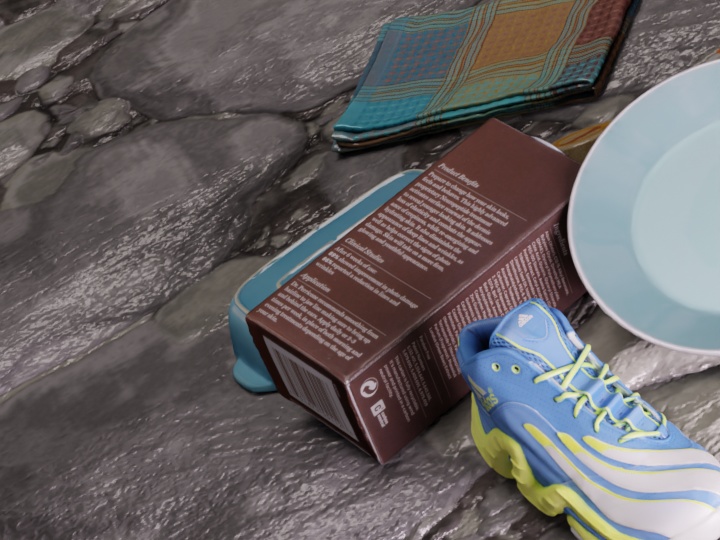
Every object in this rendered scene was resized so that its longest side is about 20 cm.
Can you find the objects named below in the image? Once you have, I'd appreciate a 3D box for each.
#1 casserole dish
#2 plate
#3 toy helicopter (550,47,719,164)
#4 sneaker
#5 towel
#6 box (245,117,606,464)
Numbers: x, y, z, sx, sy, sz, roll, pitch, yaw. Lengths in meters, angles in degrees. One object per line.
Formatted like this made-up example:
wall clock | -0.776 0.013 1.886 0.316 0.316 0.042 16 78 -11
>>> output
casserole dish | 0.000 0.000 1.710 0.200 0.039 0.121 -36 29 -13
plate | 0.212 -0.034 1.539 0.200 0.026 0.201 -11 53 15
toy helicopter | 0.202 -0.102 1.653 0.200 0.079 0.132 -21 12 -1
sneaker | 0.107 0.077 1.418 0.076 0.105 0.200 -40 30 -20
towel | 0.085 -0.143 1.886 0.200 0.022 0.147 -11 34 29
box | 0.044 0.009 1.604 0.200 0.075 0.100 -40 43 -18
